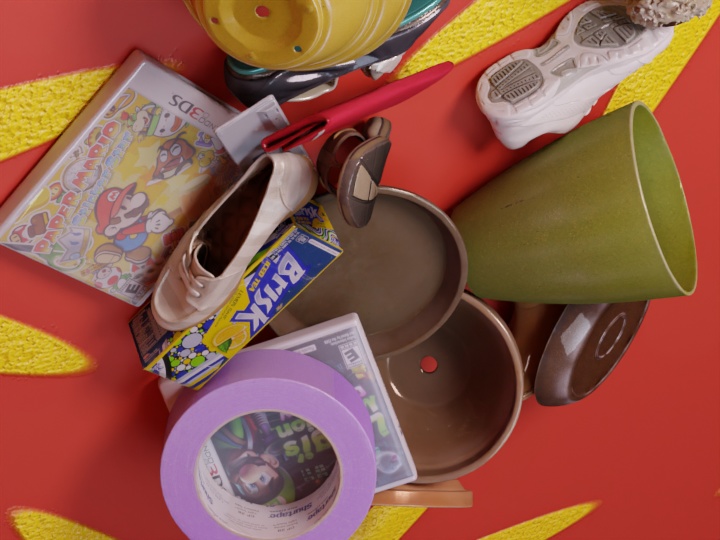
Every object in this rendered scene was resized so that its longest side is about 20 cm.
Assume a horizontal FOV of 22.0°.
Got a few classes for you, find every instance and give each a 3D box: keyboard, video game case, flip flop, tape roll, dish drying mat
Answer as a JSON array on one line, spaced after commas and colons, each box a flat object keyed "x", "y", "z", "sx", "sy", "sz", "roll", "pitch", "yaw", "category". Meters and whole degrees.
[{"x": -0.078, "y": -0.100, "z": 1.571, "sx": 0.056, "sy": 0.011, "sz": 0.200, "roll": -26, "pitch": 163, "yaw": 2, "category": "keyboard"}, {"x": -0.188, "y": -0.072, "z": 1.564, "sx": 0.200, "sy": 0.023, "sz": 0.182, "roll": -47, "pitch": 140, "yaw": 12, "category": "video game case"}, {"x": -0.008, "y": -0.093, "z": 1.583, "sx": 0.058, "sy": 0.200, "sz": 0.081, "roll": 16, "pitch": 108, "yaw": -1, "category": "flip flop"}, {"x": -0.085, "y": 0.177, "z": 1.726, "sx": 0.200, "sy": 0.066, "sz": 0.200, "roll": 0, "pitch": 113, "yaw": 0, "category": "tape roll"}, {"x": 0.001, "y": -0.137, "z": 1.557, "sx": 0.077, "sy": 0.018, "sz": 0.200, "roll": -25, "pitch": -179, "yaw": 38, "category": "dish drying mat"}, {"x": -0.068, "y": 0.151, "z": 1.762, "sx": 0.200, "sy": 0.023, "sz": 0.182, "roll": -18, "pitch": 112, "yaw": 5, "category": "video game case"}]

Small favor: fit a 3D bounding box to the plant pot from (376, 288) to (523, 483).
[{"x": 0.063, "y": 0.103, "z": 1.832, "sx": 0.201, "sy": 0.201, "sz": 0.093, "roll": -47, "pitch": 180, "yaw": 11, "category": "plant pot"}]

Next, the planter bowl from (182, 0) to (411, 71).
[{"x": -0.064, "y": -0.213, "z": 1.386, "sx": 0.200, "sy": 0.084, "sz": 0.201, "roll": 9, "pitch": 132, "yaw": 10, "category": "planter bowl"}]

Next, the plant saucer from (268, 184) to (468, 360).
[{"x": 0.000, "y": 0.000, "z": 1.723, "sx": 0.200, "sy": 0.029, "sz": 0.200, "roll": -5, "pitch": 126, "yaw": -7, "category": "plant saucer"}]

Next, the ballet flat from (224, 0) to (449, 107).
[{"x": -0.017, "y": -0.184, "z": 1.538, "sx": 0.200, "sy": 0.073, "sz": 0.073, "roll": -23, "pitch": 139, "yaw": -9, "category": "ballet flat"}]

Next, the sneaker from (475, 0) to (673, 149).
[{"x": 0.200, "y": -0.181, "z": 1.721, "sx": 0.200, "sy": 0.078, "sz": 0.099, "roll": -27, "pitch": 149, "yaw": -3, "category": "sneaker"}]

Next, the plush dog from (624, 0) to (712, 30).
[{"x": 0.254, "y": -0.303, "z": 1.584, "sx": 0.172, "sy": 0.161, "sz": 0.200, "roll": -4, "pitch": 173, "yaw": -30, "category": "plush dog"}]

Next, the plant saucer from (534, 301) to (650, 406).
[{"x": 0.251, "y": 0.062, "z": 1.934, "sx": 0.200, "sy": 0.032, "sz": 0.200, "roll": -43, "pitch": 153, "yaw": -29, "category": "plant saucer"}]

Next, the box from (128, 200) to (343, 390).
[{"x": -0.113, "y": 0.015, "z": 1.649, "sx": 0.200, "sy": 0.064, "sz": 0.070, "roll": -43, "pitch": 138, "yaw": 20, "category": "box"}]

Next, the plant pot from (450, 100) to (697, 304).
[{"x": 0.194, "y": -0.044, "z": 1.754, "sx": 0.200, "sy": 0.187, "sz": 0.187, "roll": -15, "pitch": 146, "yaw": 21, "category": "plant pot"}]

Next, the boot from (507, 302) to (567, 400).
[{"x": 0.175, "y": 0.039, "z": 1.890, "sx": 0.200, "sy": 0.077, "sz": 0.155, "roll": -42, "pitch": 147, "yaw": -4, "category": "boot"}]

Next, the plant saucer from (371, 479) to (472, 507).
[{"x": 0.016, "y": 0.223, "z": 1.898, "sx": 0.200, "sy": 0.200, "sz": 0.032, "roll": 6, "pitch": 83, "yaw": -40, "category": "plant saucer"}]

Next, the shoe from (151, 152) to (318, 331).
[{"x": -0.119, "y": -0.027, "z": 1.576, "sx": 0.200, "sy": 0.070, "sz": 0.053, "roll": -48, "pitch": 158, "yaw": 17, "category": "shoe"}]
